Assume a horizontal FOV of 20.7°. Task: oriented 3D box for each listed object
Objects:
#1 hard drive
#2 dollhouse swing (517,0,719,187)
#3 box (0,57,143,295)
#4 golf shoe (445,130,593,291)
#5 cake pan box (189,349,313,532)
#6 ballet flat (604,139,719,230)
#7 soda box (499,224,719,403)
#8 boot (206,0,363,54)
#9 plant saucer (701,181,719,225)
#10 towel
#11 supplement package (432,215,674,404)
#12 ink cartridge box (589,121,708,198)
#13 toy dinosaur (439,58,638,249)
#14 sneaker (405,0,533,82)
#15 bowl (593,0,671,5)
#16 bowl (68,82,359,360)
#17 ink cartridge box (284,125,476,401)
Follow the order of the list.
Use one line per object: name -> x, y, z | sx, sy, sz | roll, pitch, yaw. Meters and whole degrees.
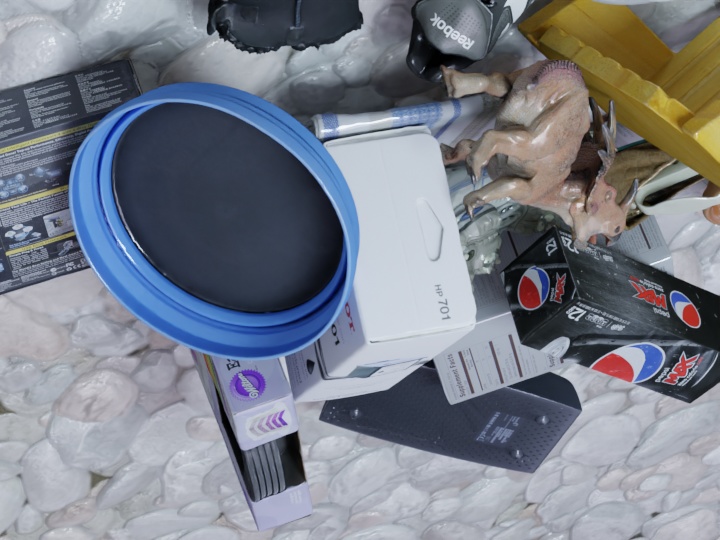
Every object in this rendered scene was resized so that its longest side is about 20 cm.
hard drive -> 0.076, 0.110, 1.681 | 0.199, 0.042, 0.135 | 15, 145, -9
dollhouse swing -> 0.259, -0.159, 1.355 | 0.176, 0.200, 0.182 | -51, 131, 3
box -> -0.236, -0.052, 1.354 | 0.199, 0.049, 0.161 | -17, 147, -8
golf shoe -> 0.101, -0.063, 1.501 | 0.200, 0.097, 0.079 | -32, 140, -30
cake pan box -> -0.091, 0.073, 1.469 | 0.052, 0.200, 0.184 | -20, 148, -7
ballet flat -> 0.265, -0.087, 1.465 | 0.199, 0.073, 0.068 | -26, 148, 13
soda box -> 0.199, 0.037, 1.481 | 0.200, 0.071, 0.063 | 20, 132, -39
boot -> -0.007, -0.212, 1.241 | 0.197, 0.074, 0.163 | -4, 140, -13
plant saucer -> 0.365, -0.084, 1.560 | 0.199, 0.038, 0.200 | -11, 166, -3
towel -> 0.044, -0.100, 1.413 | 0.199, 0.024, 0.147 | -11, 171, -15
supplement package -> 0.141, 0.007, 1.576 | 0.199, 0.114, 0.110 | -18, 145, 2
ink cartridge box -> 0.296, -0.132, 1.554 | 0.199, 0.050, 0.161 | -19, 150, 30
toy dinosaur -> 0.125, -0.094, 1.319 | 0.135, 0.086, 0.200 | -14, 149, -9
sneaker -> 0.080, -0.182, 1.274 | 0.091, 0.066, 0.200 | -54, 180, -30
bowl -> 0.197, -0.241, 1.297 | 0.200, 0.091, 0.201 | -15, 146, -11
bowl -> -0.093, -0.033, 1.290 | 0.200, 0.039, 0.201 | 12, 128, 16
ink cartridge box -> 0.000, 0.000, 1.407 | 0.086, 0.147, 0.200 | -9, 168, -17
